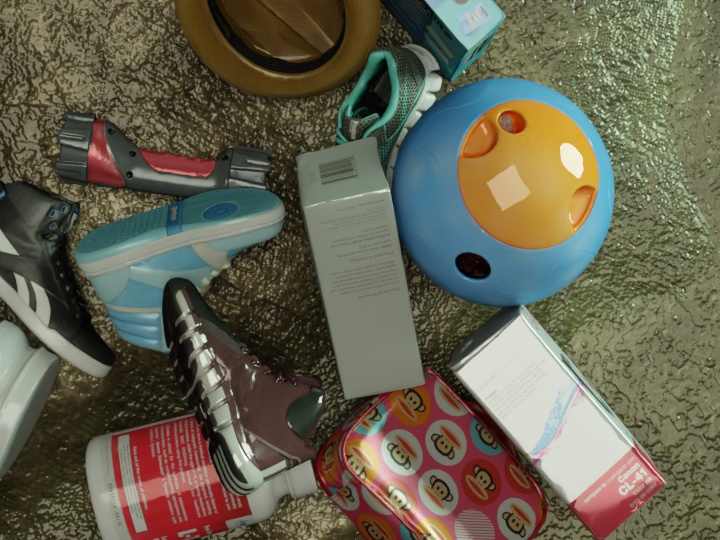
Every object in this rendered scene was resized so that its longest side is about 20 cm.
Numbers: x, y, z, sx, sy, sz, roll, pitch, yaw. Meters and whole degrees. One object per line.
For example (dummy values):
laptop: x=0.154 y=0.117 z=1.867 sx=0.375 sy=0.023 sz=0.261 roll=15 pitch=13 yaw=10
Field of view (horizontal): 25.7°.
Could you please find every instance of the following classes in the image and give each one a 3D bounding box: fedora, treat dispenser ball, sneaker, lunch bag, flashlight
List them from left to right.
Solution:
sneaker: x=-0.280 y=-0.004 z=1.460 sx=0.200 sy=0.073 sz=0.112 roll=43 pitch=90 yaw=1
flashlight: x=-0.182 y=-0.103 z=1.471 sx=0.197 sy=0.068 sz=0.068 roll=7 pitch=133 yaw=-4
sneaker: x=-0.150 y=0.005 z=1.446 sx=0.198 sy=0.080 sz=0.132 roll=-13 pitch=115 yaw=11
sneaker: x=-0.097 y=0.090 z=1.391 sx=0.114 sy=0.076 sz=0.202 roll=-17 pitch=77 yaw=-23
fedora: x=-0.073 y=-0.257 z=1.448 sx=0.198 sy=0.082 sz=0.203 roll=4 pitch=122 yaw=6
sneaker: x=0.000 y=-0.120 z=1.448 sx=0.077 sy=0.091 sz=0.202 roll=24 pitch=96 yaw=23
lunch bag: x=0.073 y=0.190 z=1.441 sx=0.200 sy=0.082 sz=0.176 roll=49 pitch=54 yaw=0
treat dispenser ball: x=0.127 y=-0.070 z=1.405 sx=0.198 sy=0.201 sz=0.204 roll=0 pitch=89 yaw=-1

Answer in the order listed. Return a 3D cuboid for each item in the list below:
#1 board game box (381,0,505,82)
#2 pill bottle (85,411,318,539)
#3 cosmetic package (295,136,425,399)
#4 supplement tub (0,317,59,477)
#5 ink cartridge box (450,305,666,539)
board game box: x=0.056 y=-0.253 z=1.407 sx=0.047 sy=0.200 sz=0.151 roll=-40 pitch=90 yaw=-2
pill bottle: x=-0.143 y=0.185 z=1.441 sx=0.197 sy=0.112 sz=0.114 roll=-14 pitch=90 yaw=-1
cosmetic package: x=0.000 y=0.000 z=1.408 sx=0.080 sy=0.113 sz=0.202 roll=-13 pitch=120 yaw=1
supplement tub: x=-0.388 y=0.090 z=1.424 sx=0.198 sy=0.140 sz=0.142 roll=27 pitch=89 yaw=-1
ink cartridge box: x=0.176 y=0.131 z=1.427 sx=0.085 sy=0.148 sz=0.201 roll=-39 pitch=91 yaw=6
